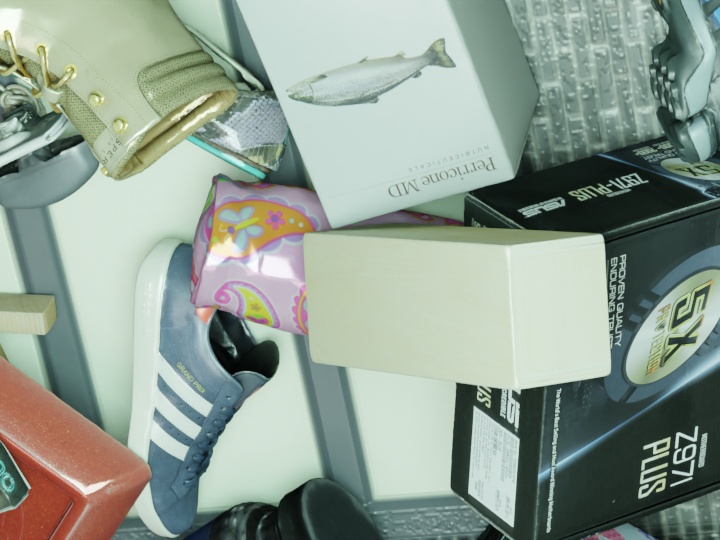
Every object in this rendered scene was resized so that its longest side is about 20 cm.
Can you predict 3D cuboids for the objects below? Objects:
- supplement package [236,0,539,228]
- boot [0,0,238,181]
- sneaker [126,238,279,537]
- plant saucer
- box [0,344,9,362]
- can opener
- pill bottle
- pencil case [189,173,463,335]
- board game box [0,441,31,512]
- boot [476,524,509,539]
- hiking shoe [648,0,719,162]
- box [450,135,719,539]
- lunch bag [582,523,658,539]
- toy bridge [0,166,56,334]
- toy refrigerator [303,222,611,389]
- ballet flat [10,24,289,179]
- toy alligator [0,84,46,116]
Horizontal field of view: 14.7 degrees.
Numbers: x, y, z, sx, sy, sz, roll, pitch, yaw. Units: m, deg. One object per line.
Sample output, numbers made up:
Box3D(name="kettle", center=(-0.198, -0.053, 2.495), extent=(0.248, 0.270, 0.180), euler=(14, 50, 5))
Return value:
Box3D(name="supplement package", center=(0.009, -0.146, 1.561), extent=(0.117, 0.117, 0.200), euler=(-16, 113, 17))
Box3D(name="boot", center=(-0.184, -0.113, 1.560), extent=(0.156, 0.200, 0.073), euler=(57, 154, 12))
Box3D(name="sneaker", center=(-0.094, 0.080, 1.721), extent=(0.084, 0.075, 0.200), euler=(8, 118, 12))
Box3D(name="plant saucer", center=(-0.255, 0.136, 1.754), extent=(0.199, 0.037, 0.200), euler=(36, 129, 2))
Box3D(name="box", center=(-0.282, 0.093, 1.778), extent=(0.163, 0.021, 0.200), euler=(-10, 115, 29))
Box3D(name="can opener", center=(-0.252, -0.039, 1.667), extent=(0.200, 0.053, 0.067), euler=(-25, 111, 15))
Box3D(name="pill bottle", center=(-0.082, 0.217, 1.769), extent=(0.200, 0.112, 0.112), euler=(-35, 106, 24))
Box3D(name="pencil case", center=(0.000, 0.000, 1.644), extent=(0.200, 0.087, 0.088), euler=(10, 119, -5))
Box3D(name="board game box", center=(-0.313, 0.114, 1.727), extent=(0.200, 0.028, 0.135), euler=(-22, 107, 34))
Box3D(name="boot", center=(0.114, 0.251, 1.772), extent=(0.162, 0.073, 0.198), euler=(36, 114, -7))
Box3D(name="hiking shoe", center=(0.204, -0.161, 1.553), extent=(0.087, 0.074, 0.200), euler=(-10, 117, -8))
Box3D(name="box", center=(0.144, 0.041, 1.601), extent=(0.164, 0.086, 0.200), euler=(-16, 122, -31))
Box3D(name="lunch bag", center=(0.132, 0.260, 1.672), extent=(0.169, 0.127, 0.200), euler=(31, 113, -1))
Box3D(name="toy bridge", center=(-0.225, 0.027, 1.747), extent=(0.067, 0.027, 0.200), euler=(3, 117, 12))
Box3D(name="toy refrigerator", center=(0.051, 0.016, 1.506), extent=(0.070, 0.200, 0.076), euler=(-7, 96, -32))
Box3D(name="ballet flat", center=(-0.132, -0.120, 1.641), extent=(0.200, 0.072, 0.072), euler=(22, 119, -1))
Box3D(name="toy alligator", center=(-0.278, -0.137, 1.657), extent=(0.200, 0.054, 0.059), euler=(34, 118, -7))
